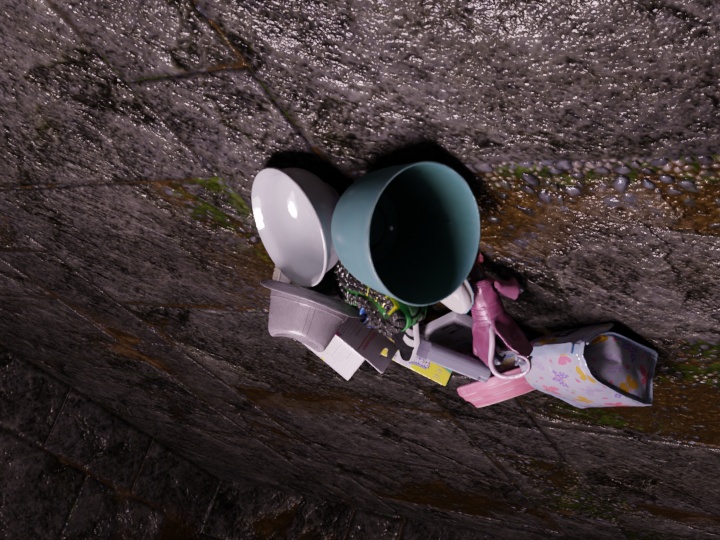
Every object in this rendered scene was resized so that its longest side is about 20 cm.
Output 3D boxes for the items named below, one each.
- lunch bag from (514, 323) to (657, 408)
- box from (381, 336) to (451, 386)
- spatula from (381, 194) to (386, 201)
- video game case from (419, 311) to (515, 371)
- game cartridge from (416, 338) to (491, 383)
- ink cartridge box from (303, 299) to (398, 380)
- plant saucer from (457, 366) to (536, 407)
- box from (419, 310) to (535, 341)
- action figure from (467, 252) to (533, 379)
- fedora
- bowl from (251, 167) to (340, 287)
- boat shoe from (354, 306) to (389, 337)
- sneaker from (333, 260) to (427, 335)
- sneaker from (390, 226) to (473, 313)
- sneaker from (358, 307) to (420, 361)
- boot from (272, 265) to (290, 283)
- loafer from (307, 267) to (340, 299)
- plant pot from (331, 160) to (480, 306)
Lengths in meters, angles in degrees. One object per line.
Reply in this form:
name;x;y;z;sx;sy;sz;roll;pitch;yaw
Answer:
lunch bag;0.398;0.164;1.587;0.199;0.128;0.169;22;159;-28
box;0.098;0.174;1.852;0.198;0.049;0.117;24;178;9
spatula;-0.026;-0.103;1.470;0.056;0.021;0.199;35;156;-21
video game case;0.206;0.144;1.710;0.181;0.024;0.200;27;154;-15
game cartridge;0.167;0.162;1.625;0.132;0.042;0.200;25;178;5
ink cartridge box;-0.034;0.128;1.716;0.200;0.115;0.068;39;120;2
plant saucer;0.287;0.217;1.727;0.199;0.051;0.201;-18;172;-3
box;0.224;0.127;1.737;0.199;0.040;0.137;-8;143;45
action figure;0.206;0.071;1.494;0.133;0.149;0.202;-16;106;19
fedora;-0.094;0.079;1.493;0.175;0.091;0.200;20;175;-16
bowl;-0.083;-0.083;1.431;0.201;0.090;0.203;36;139;38
boat shoe;0.004;0.082;1.783;0.198;0.061;0.074;23;158;-6
sneaker;0.026;0.029;1.421;0.200;0.085;0.079;47;132;35
sneaker;0.098;0.004;1.460;0.200;0.081;0.077;43;150;1
sneaker;0.051;0.099;1.665;0.111;0.073;0.201;-10;134;-9
boot;-0.061;0.003;1.676;0.198;0.073;0.182;15;155;-5
loafer;0.000;0.000;1.570;0.199;0.072;0.063;-23;131;29
plant pot;0.049;-0.059;1.313;0.200;0.202;0.160;36;166;-32
